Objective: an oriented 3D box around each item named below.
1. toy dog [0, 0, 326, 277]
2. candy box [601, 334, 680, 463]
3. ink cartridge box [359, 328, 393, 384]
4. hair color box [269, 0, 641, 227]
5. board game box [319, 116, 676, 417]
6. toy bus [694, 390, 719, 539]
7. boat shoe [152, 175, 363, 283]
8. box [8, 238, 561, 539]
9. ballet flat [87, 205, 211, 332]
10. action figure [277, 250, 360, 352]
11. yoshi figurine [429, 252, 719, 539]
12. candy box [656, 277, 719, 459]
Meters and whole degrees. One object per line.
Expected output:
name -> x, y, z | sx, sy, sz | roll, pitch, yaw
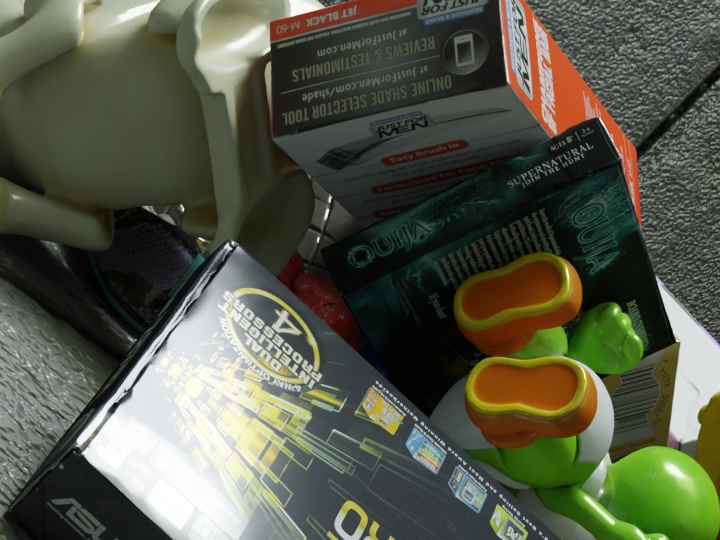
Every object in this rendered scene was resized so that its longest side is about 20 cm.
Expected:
toy dog -> -0.116, -0.090, 1.120 | 0.194, 0.200, 0.140 | -53, 139, -47
candy box -> 0.122, 0.096, 1.354 | 0.117, 0.056, 0.200 | -127, -149, -51
ink cartridge box -> 0.021, 0.069, 1.242 | 0.039, 0.099, 0.200 | 51, 10, 20
hair color box -> 0.048, -0.058, 1.098 | 0.200, 0.111, 0.064 | 42, 41, -60
board game box -> 0.070, 0.014, 1.107 | 0.028, 0.135, 0.200 | 65, 1, 29
toy bus -> 0.234, 0.102, 1.200 | 0.192, 0.136, 0.200 | -8, 14, -36
boat shoe -> -0.044, -0.005, 1.240 | 0.200, 0.076, 0.072 | 18, -30, 55
box -> -0.014, 0.101, 0.877 | 0.200, 0.049, 0.161 | 44, 34, -6
ballet flat -> -0.121, -0.044, 1.221 | 0.072, 0.072, 0.200 | 38, 10, -41
action figure -> -0.020, 0.084, 1.130 | 0.065, 0.099, 0.200 | -119, -176, -75
yoshi figurine -> 0.110, 0.081, 1.087 | 0.112, 0.112, 0.200 | 35, -18, 35
candy box -> 0.170, 0.124, 1.431 | 0.168, 0.071, 0.200 | -127, -150, -49
